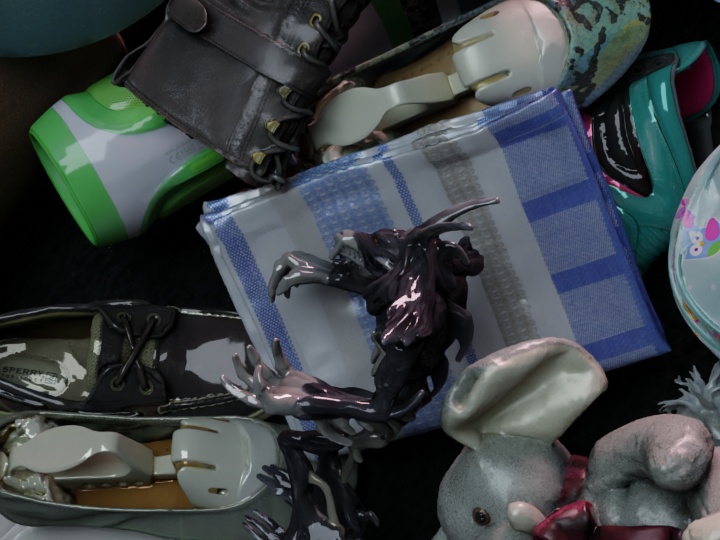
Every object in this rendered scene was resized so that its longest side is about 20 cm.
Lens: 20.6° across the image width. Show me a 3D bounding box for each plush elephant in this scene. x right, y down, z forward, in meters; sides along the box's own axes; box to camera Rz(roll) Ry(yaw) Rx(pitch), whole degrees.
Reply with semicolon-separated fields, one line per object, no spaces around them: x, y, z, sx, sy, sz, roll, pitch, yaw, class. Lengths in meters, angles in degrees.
0.102;0.120;0.902;0.155;0.165;0.200;-4;41;5;plush elephant

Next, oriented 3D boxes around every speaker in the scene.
-0.072;-0.093;1.052;0.200;0.088;0.088;-31;63;-11;speaker

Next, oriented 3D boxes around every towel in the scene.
0.033;0.006;0.960;0.200;0.024;0.147;-18;102;20;towel

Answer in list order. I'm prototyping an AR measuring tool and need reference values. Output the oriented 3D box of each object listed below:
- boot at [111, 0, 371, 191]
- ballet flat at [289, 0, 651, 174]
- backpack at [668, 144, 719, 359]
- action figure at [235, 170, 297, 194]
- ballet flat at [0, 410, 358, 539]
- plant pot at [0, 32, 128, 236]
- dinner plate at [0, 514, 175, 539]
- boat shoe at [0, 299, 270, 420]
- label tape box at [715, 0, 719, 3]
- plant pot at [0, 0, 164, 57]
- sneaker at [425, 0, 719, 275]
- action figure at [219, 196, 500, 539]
-0.013;-0.119;0.941;0.200;0.069;0.174;28;98;30;boot
0.046;-0.089;0.963;0.200;0.074;0.074;-26;64;26;ballet flat
0.241;0.006;0.901;0.200;0.127;0.167;27;84;25;backpack
0.000;0.000;1.011;0.200;0.099;0.065;28;100;29;action figure
-0.103;0.103;1.016;0.200;0.064;0.067;-1;60;10;ballet flat
-0.246;-0.093;1.094;0.200;0.200;0.198;35;78;27;plant pot
-0.149;0.187;1.045;0.200;0.024;0.201;-7;71;19;dinner plate
-0.129;0.052;1.059;0.200;0.065;0.073;-7;68;17;boat shoe
0.165;-0.236;1.050;0.200;0.066;0.143;41;90;24;label tape box
-0.175;-0.225;0.973;0.200;0.135;0.200;-2;67;6;plant pot
0.119;-0.094;1.005;0.121;0.084;0.200;-30;72;14;sneaker
-0.008;0.042;0.907;0.102;0.119;0.200;23;119;5;action figure
